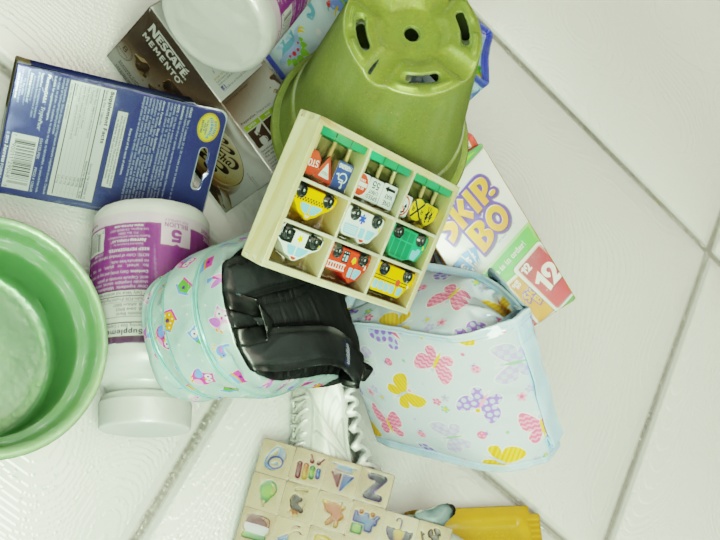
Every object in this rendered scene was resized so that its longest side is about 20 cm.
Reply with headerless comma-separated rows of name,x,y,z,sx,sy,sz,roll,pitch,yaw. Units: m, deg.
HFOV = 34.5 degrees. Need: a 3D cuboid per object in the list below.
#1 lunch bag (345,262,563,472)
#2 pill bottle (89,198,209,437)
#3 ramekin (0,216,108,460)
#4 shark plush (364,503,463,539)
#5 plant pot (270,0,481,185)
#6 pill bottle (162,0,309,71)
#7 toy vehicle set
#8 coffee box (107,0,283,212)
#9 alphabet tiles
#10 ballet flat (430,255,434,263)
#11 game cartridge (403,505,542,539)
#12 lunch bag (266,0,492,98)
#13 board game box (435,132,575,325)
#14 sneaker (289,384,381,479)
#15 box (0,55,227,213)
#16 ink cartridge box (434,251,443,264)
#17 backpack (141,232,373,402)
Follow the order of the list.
lunch bag,0.094,0.090,1.098,0.127,0.199,0.171,-44,126,-34
pill bottle,-0.192,0.046,1.054,0.111,0.112,0.202,9,71,-32
ramekin,-0.322,0.063,0.969,0.198,0.097,0.202,11,69,-31
shark plush,0.021,0.280,1.117,0.198,0.091,0.084,1,64,-21
plant pot,0.026,-0.167,1.047,0.198,0.190,0.202,3,70,-9
pill bottle,-0.092,-0.286,1.084,0.112,0.112,0.201,43,48,-15
toy vehicle set,-0.002,-0.043,0.974,0.199,0.026,0.125,20,93,-50
coffee box,-0.146,-0.174,1.156,0.080,0.113,0.201,-43,101,-36
alphabet tiles,-0.020,0.266,1.093,0.198,0.008,0.169,16,74,1
ballet flat,0.020,-0.056,1.227,0.069,0.200,0.071,-42,134,6
game cartridge,0.131,0.353,1.225,0.175,0.032,0.202,5,73,-33
lunch bag,0.015,-0.236,1.242,0.199,0.170,0.128,32,40,-22
board game box,0.123,-0.032,1.160,0.095,0.030,0.201,-32,89,-1
sneaker,-0.040,0.159,1.151,0.080,0.075,0.202,-17,84,-28
box,-0.233,-0.115,1.078,0.198,0.032,0.122,11,105,-24
ink cartridge box,0.098,-0.048,1.271,0.067,0.200,0.117,-27,91,-2
backpack,-0.090,0.044,0.996,0.199,0.126,0.169,-9,77,-63
